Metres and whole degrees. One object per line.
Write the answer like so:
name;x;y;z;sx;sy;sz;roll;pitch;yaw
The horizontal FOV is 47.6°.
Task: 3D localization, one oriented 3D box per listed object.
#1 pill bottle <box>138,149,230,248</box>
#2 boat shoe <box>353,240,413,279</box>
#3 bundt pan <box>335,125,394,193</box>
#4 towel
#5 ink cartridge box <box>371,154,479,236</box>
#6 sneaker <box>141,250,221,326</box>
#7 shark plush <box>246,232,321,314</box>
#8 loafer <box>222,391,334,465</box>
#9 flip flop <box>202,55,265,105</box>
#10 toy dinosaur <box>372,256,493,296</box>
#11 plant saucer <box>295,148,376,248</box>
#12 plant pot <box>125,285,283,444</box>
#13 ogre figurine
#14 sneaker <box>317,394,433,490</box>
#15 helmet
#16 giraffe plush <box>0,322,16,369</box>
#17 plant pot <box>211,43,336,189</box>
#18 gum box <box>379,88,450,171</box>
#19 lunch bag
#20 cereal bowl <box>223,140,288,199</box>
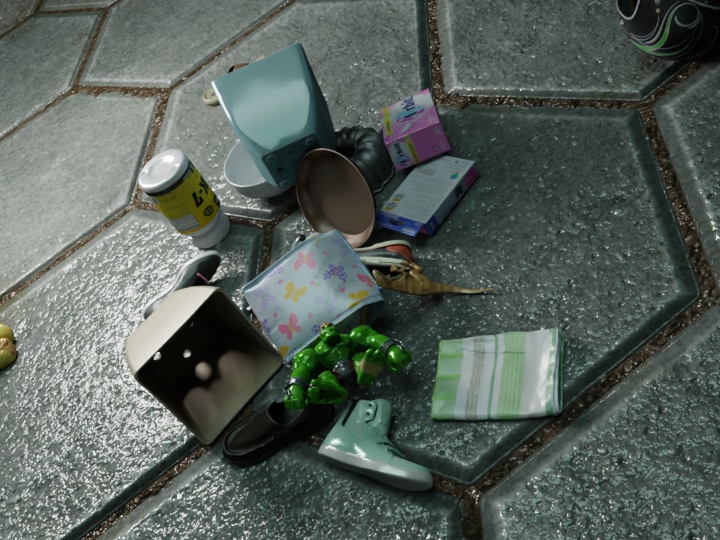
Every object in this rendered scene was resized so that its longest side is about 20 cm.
pill bottle;-0.363;-0.145;1.709;0.114;0.200;0.115;-16;46;17
boat shoe;0.000;0.000;1.473;0.199;0.071;0.063;-13;49;13
bundt pan;-0.028;-0.224;1.683;0.201;0.076;0.203;-15;45;16
towel;0.207;0.157;1.240;0.199;0.031;0.150;-7;48;24
ink cartridge box;0.123;-0.138;1.546;0.119;0.042;0.200;20;60;42
sneaker;-0.336;0.053;1.615;0.200;0.071;0.099;-44;46;-4
shark plush;-0.133;0.013;1.565;0.201;0.091;0.083;-57;25;3
loafer;-0.144;0.246;1.327;0.199;0.071;0.073;-28;43;3
flip flop;-0.326;-0.498;2.109;0.199;0.058;0.081;-27;43;5
toy dinosaur;0.109;0.027;1.385;0.199;0.061;0.106;3;23;-16
plant saucer;-0.041;-0.139;1.545;0.200;0.201;0.034;16;35;38
plant pot;-0.294;0.143;1.429;0.200;0.200;0.177;-47;35;-16
ogre figurine;-0.033;0.146;1.279;0.200;0.098;0.120;-39;32;1
sneaker;0.036;0.250;1.216;0.200;0.074;0.119;10;63;38
helmet;0.578;-0.482;1.491;0.199;0.191;0.201;4;69;-9
giraffe plush;-0.865;0.162;1.741;0.172;0.162;0.200;14;59;37
plant pot;-0.151;-0.283;1.611;0.195;0.196;0.201;-24;57;2
gum box;0.106;-0.288;1.642;0.113;0.066;0.200;-21;30;10
lunch bag;-0.070;0.050;1.397;0.200;0.127;0.170;-39;66;3
cereal bowl;-0.192;-0.229;1.773;0.199;0.083;0.201;-15;46;16
